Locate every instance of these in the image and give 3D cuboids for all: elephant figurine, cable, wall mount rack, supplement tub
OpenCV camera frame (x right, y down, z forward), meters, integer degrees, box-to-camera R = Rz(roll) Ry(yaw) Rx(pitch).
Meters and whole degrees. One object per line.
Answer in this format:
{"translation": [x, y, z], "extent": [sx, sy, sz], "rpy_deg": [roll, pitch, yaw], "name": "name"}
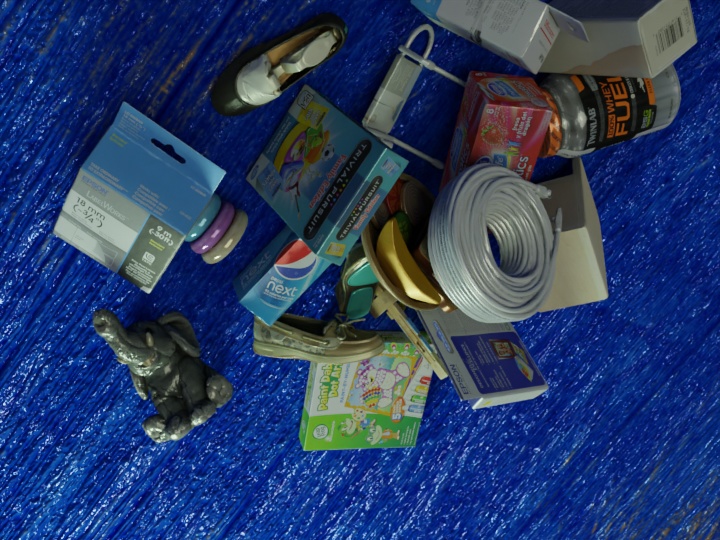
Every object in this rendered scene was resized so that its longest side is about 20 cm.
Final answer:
{"translation": [-0.274, 0.121, 1.063], "extent": [0.141, 0.155, 0.201], "rpy_deg": [-38, 96, -36], "name": "elephant figurine"}
{"translation": [0.167, -0.035, 0.965], "extent": [0.199, 0.069, 0.202], "rpy_deg": [27, 63, -33], "name": "cable"}
{"translation": [0.079, -0.219, 1.047], "extent": [0.173, 0.074, 0.201], "rpy_deg": [2, 121, -59], "name": "wall mount rack"}
{"translation": [0.333, -0.233, 1.088], "extent": [0.198, 0.123, 0.123], "rpy_deg": [-19, 118, -8], "name": "supplement tub"}

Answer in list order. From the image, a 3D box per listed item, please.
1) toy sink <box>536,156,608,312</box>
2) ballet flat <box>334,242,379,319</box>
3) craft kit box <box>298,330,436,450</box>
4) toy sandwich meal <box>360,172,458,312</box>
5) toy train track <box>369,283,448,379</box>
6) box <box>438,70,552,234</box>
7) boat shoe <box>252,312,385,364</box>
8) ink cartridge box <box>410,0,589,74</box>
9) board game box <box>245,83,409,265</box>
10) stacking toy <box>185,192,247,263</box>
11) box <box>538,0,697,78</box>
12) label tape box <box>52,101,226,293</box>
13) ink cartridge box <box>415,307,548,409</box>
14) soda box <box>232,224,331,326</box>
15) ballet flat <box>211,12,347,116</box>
{"translation": [0.293, -0.057, 1.150], "extent": [0.111, 0.201, 0.131], "rpy_deg": [-13, 124, 22], "name": "toy sink"}
{"translation": [0.000, 0.000, 1.076], "extent": [0.070, 0.071, 0.200], "rpy_deg": [-6, 153, -15], "name": "ballet flat"}
{"translation": [0.012, 0.191, 1.229], "extent": [0.196, 0.049, 0.202], "rpy_deg": [3, 113, -16], "name": "craft kit box"}
{"translation": [0.083, -0.038, 0.984], "extent": [0.070, 0.206, 0.205], "rpy_deg": [-21, 130, 41], "name": "toy sandwich meal"}
{"translation": [0.073, 0.070, 1.142], "extent": [0.032, 0.115, 0.201], "rpy_deg": [-34, 84, -31], "name": "toy train track"}
{"translation": [0.178, -0.157, 1.056], "extent": [0.095, 0.100, 0.201], "rpy_deg": [4, 129, -10], "name": "box"}
{"translation": [-0.063, 0.092, 1.106], "extent": [0.198, 0.073, 0.063], "rpy_deg": [1, 102, 13], "name": "boat shoe"}
{"translation": [0.173, -0.305, 0.949], "extent": [0.199, 0.116, 0.068], "rpy_deg": [32, 105, 17], "name": "ink cartridge box"}
{"translation": [-0.049, -0.125, 0.970], "extent": [0.047, 0.200, 0.152], "rpy_deg": [22, 107, -45], "name": "board game box"}
{"translation": [-0.243, -0.098, 0.994], "extent": [0.200, 0.085, 0.085], "rpy_deg": [40, 98, -25], "name": "stacking toy"}
{"translation": [0.316, -0.308, 0.995], "extent": [0.095, 0.200, 0.078], "rpy_deg": [-37, 120, -16], "name": "box"}
{"translation": [-0.271, -0.080, 0.929], "extent": [0.144, 0.064, 0.200], "rpy_deg": [34, 133, -11], "name": "label tape box"}
{"translation": [0.156, 0.102, 1.114], "extent": [0.199, 0.199, 0.047], "rpy_deg": [1, 143, -41], "name": "ink cartridge box"}
{"translation": [-0.087, -0.023, 1.082], "extent": [0.200, 0.068, 0.064], "rpy_deg": [-46, 119, 7], "name": "soda box"}
{"translation": [-0.102, -0.258, 0.968], "extent": [0.199, 0.068, 0.068], "rpy_deg": [-36, 120, 1], "name": "ballet flat"}
